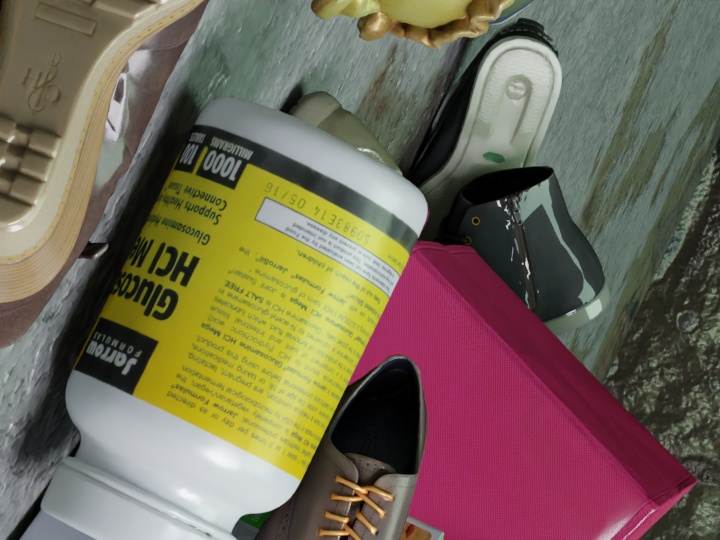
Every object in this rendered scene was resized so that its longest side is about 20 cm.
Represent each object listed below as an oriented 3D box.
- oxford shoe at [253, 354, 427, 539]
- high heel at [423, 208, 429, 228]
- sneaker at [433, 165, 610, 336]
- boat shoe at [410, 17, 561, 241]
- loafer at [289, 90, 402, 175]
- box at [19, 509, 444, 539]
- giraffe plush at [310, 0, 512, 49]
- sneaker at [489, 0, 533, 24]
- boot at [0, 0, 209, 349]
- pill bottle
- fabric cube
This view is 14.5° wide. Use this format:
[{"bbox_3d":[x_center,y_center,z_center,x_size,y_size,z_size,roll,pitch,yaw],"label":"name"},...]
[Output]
[{"bbox_3d":[-0.015,0.121,1.284,0.073,0.071,0.200,112,-4,-48],"label":"oxford shoe"},{"bbox_3d":[0.000,0.000,1.605,0.200,0.067,0.096,9,95,-82],"label":"high heel"},{"bbox_3d":[0.049,0.009,1.784,0.075,0.200,0.106,-117,-178,-65],"label":"sneaker"},{"bbox_3d":[0.072,-0.068,1.815,0.068,0.072,0.200,-100,-147,-64],"label":"boat shoe"},{"bbox_3d":[-0.042,0.003,1.427,0.200,0.068,0.076,-62,168,-15],"label":"loafer"},{"bbox_3d":[-0.084,0.181,1.333,0.200,0.176,0.097,-55,166,-41],"label":"box"},{"bbox_3d":[0.057,-0.182,1.321,0.162,0.172,0.200,-45,-146,38],"label":"giraffe plush"},{"bbox_3d":[0.109,-0.230,1.667,0.200,0.067,0.090,-61,176,-20],"label":"sneaker"},{"bbox_3d":[-0.104,-0.073,1.050,0.200,0.072,0.166,-64,-179,-16],"label":"boot"},{"bbox_3d":[-0.061,0.034,1.258,0.200,0.112,0.112,-64,169,-6],"label":"pill bottle"},{"bbox_3d":[0.046,0.122,1.614,0.196,0.199,0.200,-44,171,9],"label":"fabric cube"}]
